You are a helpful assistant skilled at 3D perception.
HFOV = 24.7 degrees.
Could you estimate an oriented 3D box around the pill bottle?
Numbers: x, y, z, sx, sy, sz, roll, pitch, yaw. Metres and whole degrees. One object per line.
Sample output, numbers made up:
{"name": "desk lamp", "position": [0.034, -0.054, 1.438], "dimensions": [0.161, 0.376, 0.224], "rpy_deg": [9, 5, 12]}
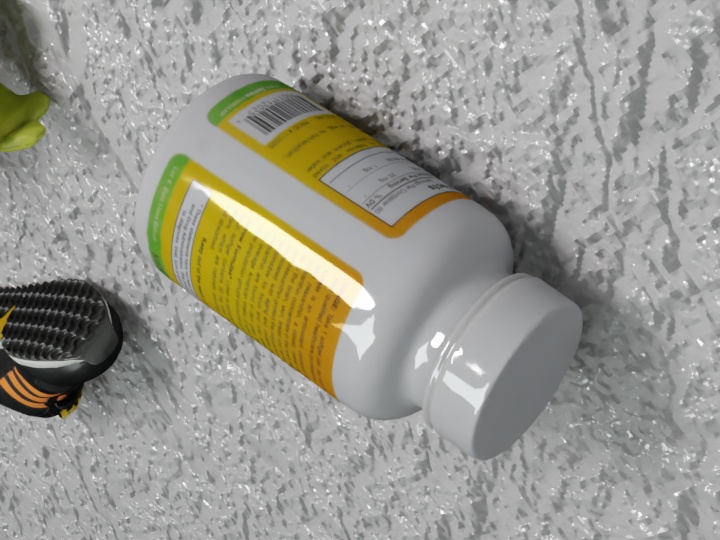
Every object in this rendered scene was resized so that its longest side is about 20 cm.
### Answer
{"name": "pill bottle", "position": [0.000, 0.000, 0.765], "dimensions": [0.200, 0.111, 0.111], "rpy_deg": [34, 141, 26]}

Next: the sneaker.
{"name": "sneaker", "position": [-0.205, 0.061, 1.102], "dimensions": [0.200, 0.070, 0.090], "rpy_deg": [0, 134, 49]}

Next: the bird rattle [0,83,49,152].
{"name": "bird rattle", "position": [-0.286, -0.103, 0.978], "dimensions": [0.200, 0.163, 0.113], "rpy_deg": [-15, 90, 43]}
